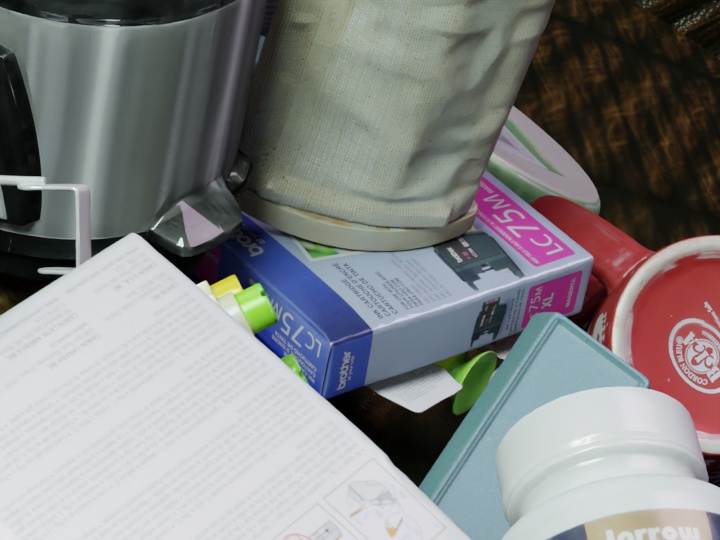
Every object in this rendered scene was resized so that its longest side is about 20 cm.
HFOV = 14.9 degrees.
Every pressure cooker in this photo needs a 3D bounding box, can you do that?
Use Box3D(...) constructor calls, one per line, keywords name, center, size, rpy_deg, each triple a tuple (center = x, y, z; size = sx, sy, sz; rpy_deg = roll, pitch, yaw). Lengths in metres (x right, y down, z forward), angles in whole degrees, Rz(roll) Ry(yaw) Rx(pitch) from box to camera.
Box3D(name="pressure cooker", center=(-0.130, -0.091, 1.208), size=(0.178, 0.200, 0.176), rpy_deg=(4, 40, -12))

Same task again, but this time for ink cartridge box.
Box3D(name="ink cartridge box", center=(-0.063, 0.092, 0.967), size=(0.200, 0.047, 0.160), rpy_deg=(42, 40, 11))
Box3D(name="ink cartridge box", center=(0.000, 0.000, 1.322), size=(0.200, 0.042, 0.119), rpy_deg=(-19, 45, -34))

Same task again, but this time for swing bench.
Box3D(name="swing bench", center=(-0.013, -0.141, 1.280), size=(0.130, 0.199, 0.200), rpy_deg=(-10, 51, -28))

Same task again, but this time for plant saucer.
Box3D(name="plant saucer", center=(0.071, 0.093, 1.242), size=(0.070, 0.019, 0.200), rpy_deg=(37, 47, 1))

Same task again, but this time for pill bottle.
Box3D(name="pill bottle", center=(0.109, 0.148, 1.049), size=(0.111, 0.111, 0.200), rpy_deg=(25, 41, -38))

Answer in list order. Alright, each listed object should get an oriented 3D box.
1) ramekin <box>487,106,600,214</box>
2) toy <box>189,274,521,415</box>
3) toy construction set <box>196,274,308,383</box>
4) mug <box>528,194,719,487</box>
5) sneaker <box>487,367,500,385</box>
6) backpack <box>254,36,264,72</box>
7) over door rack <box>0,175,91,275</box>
Box3D(name="ramekin", center=(0.051, -0.056, 1.693), size=(0.200, 0.098, 0.200), rpy_deg=(34, 15, -10))
Box3D(name="toy", center=(-0.023, 0.017, 1.369), size=(0.200, 0.047, 0.115), rpy_deg=(28, 32, 25))
Box3D(name="toy construction set", center=(-0.032, 0.088, 1.103), size=(0.200, 0.092, 0.131), rpy_deg=(48, -8, 13))
Box3D(name="mug", center=(0.146, 0.045, 1.421), size=(0.177, 0.134, 0.200), rpy_deg=(22, -9, 0))
Box3D(name="sneaker", center=(0.115, 0.132, 1.354), size=(0.075, 0.082, 0.200), rpy_deg=(-8, -43, 49))
Box3D(name="backpack", center=(-0.072, -0.173, 1.611), size=(0.200, 0.147, 0.183), rpy_deg=(-14, 40, -37))
Box3D(name="over door rack", center=(-0.207, -0.043, 1.003), size=(0.200, 0.067, 0.148), rpy_deg=(15, 11, 14))
